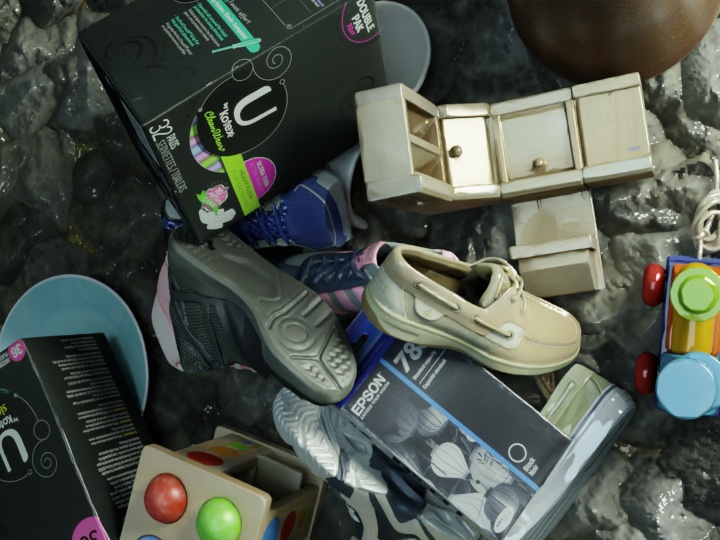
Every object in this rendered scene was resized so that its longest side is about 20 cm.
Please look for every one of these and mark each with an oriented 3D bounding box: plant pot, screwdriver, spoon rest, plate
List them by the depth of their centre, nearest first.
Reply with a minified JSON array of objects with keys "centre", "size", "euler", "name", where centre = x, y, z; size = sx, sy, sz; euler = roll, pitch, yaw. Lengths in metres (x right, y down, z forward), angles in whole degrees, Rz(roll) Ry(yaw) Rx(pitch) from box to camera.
[{"centre":[0.180,-0.251,0.683],"size":[0.183,0.199,0.192],"euler":[0,89,21],"name":"plant pot"},{"centre":[0.041,0.095,0.819],"size":[0.199,0.028,0.029],"euler":[42,131,21],"name":"screwdriver"},{"centre":[0.005,-0.141,0.824],"size":[0.098,0.060,0.204],"euler":[15,95,21],"name":"spoon rest"},{"centre":[-0.297,0.106,0.956],"size":[0.196,0.025,0.205],"euler":[0,89,21],"name":"plate"}]

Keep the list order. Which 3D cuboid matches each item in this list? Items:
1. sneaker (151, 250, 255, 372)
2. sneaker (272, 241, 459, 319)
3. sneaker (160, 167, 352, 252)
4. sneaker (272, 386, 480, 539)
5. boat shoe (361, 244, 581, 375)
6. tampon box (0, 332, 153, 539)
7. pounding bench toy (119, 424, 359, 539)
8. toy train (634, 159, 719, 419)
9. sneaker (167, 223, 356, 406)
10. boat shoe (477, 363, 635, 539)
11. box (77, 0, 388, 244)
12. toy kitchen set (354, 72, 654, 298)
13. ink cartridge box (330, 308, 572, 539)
[{"centre":[-0.115,0.066,0.864],"size":[0.199,0.075,0.106],"euler":[36,116,11],"name":"sneaker"},{"centre":[0.000,0.000,0.802],"size":[0.196,0.083,0.071],"euler":[2,58,18],"name":"sneaker"},{"centre":[-0.109,-0.040,0.814],"size":[0.197,0.115,0.082],"euler":[13,131,38],"name":"sneaker"},{"centre":[0.003,0.183,0.779],"size":[0.196,0.080,0.131],"euler":[27,140,3],"name":"sneaker"},{"centre":[0.099,0.027,0.717],"size":[0.066,0.196,0.073],"euler":[-59,27,34],"name":"boat shoe"},{"centre":[-0.291,0.184,0.870],"size":[0.148,0.126,0.203],"euler":[-32,78,18],"name":"tampon box"},{"centre":[-0.091,0.236,0.801],"size":[0.196,0.156,0.127],"euler":[17,95,20],"name":"pounding bench toy"},{"centre":[0.254,0.011,0.692],"size":[0.083,0.115,0.205],"euler":[5,91,21],"name":"toy train"},{"centre":[-0.087,0.057,0.754],"size":[0.198,0.076,0.116],"euler":[35,134,21],"name":"sneaker"},{"centre":[0.147,0.170,0.764],"size":[0.062,0.072,0.201],"euler":[39,93,31],"name":"boat shoe"},{"centre":[-0.091,-0.152,0.729],"size":[0.198,0.150,0.125],"euler":[-34,59,-13],"name":"box"},{"centre":[0.124,-0.060,0.712],"size":[0.196,0.180,0.167],"euler":[-9,87,20],"name":"toy kitchen set"},{"centre":[0.058,0.110,0.721],"size":[0.199,0.039,0.100],"euler":[37,78,12],"name":"ink cartridge box"}]
